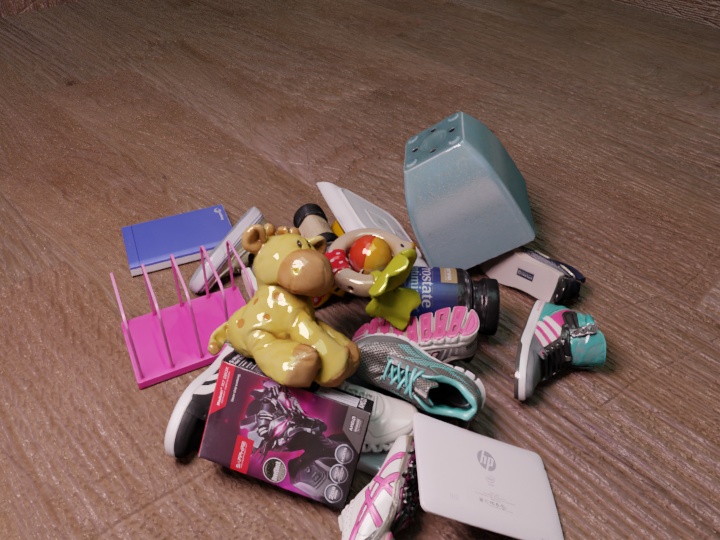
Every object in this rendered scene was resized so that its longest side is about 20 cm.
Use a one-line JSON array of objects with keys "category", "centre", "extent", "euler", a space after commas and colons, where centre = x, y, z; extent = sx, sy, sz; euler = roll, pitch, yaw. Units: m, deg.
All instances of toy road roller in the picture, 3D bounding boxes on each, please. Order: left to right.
[{"category": "toy road roller", "centre": [-0.054, -0.003, 1.055], "extent": [0.197, 0.147, 0.124], "euler": [23, 23, -37]}]

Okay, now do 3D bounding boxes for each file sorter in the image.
[{"category": "file sorter", "centre": [-0.265, 0.054, 0.951], "extent": [0.195, 0.129, 0.140], "euler": [-18, 42, -22]}]

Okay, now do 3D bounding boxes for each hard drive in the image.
[{"category": "hard drive", "centre": [-0.338, -0.061, 1.169], "extent": [0.194, 0.026, 0.133], "euler": [-16, 42, -19]}]

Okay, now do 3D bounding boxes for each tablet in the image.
[{"category": "tablet", "centre": [0.151, 0.249, 0.748], "extent": [0.195, 0.014, 0.132], "euler": [23, 35, -17]}]

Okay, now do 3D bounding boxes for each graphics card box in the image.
[{"category": "graphics card box", "centre": [-0.091, 0.193, 0.763], "extent": [0.194, 0.130, 0.051], "euler": [18, 7, 4]}]

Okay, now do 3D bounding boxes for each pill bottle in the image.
[{"category": "pill bottle", "centre": [0.113, 0.052, 0.973], "extent": [0.192, 0.115, 0.114], "euler": [2, 38, 2]}]

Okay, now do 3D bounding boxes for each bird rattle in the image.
[{"category": "bird rattle", "centre": [0.000, 0.000, 0.906], "extent": [0.194, 0.116, 0.164], "euler": [9, 39, 24]}]

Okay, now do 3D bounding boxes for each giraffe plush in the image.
[{"category": "giraffe plush", "centre": [-0.086, 0.033, 0.771], "extent": [0.194, 0.168, 0.172], "euler": [16, 4, 15]}]

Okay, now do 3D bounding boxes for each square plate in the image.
[{"category": "square plate", "centre": [0.029, -0.076, 1.104], "extent": [0.195, 0.029, 0.202], "euler": [24, 24, -37]}]

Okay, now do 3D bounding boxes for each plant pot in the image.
[{"category": "plant pot", "centre": [0.171, -0.148, 1.089], "extent": [0.191, 0.202, 0.199], "euler": [-23, 32, 23]}]

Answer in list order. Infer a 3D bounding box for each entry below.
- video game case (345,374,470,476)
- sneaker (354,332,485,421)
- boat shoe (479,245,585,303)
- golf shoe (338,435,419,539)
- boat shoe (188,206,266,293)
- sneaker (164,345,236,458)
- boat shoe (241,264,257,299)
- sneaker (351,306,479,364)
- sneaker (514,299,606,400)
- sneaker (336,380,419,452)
[{"category": "video game case", "centre": [0.048, 0.203, 0.861], "extent": [0.194, 0.024, 0.183], "euler": [17, 42, 20]}, {"category": "sneaker", "centre": [0.074, 0.139, 0.810], "extent": [0.194, 0.080, 0.091], "euler": [18, 3, 4]}, {"category": "boat shoe", "centre": [0.295, -0.001, 1.089], "extent": [0.091, 0.077, 0.199], "euler": [2, 25, -39]}, {"category": "golf shoe", "centre": [0.016, 0.275, 0.720], "extent": [0.089, 0.074, 0.203], "euler": [2, 43, 26]}, {"category": "boat shoe", "centre": [-0.223, -0.029, 1.102], "extent": [0.062, 0.071, 0.202], "euler": [44, 57, -15]}, {"category": "sneaker", "centre": [-0.168, 0.178, 0.845], "extent": [0.108, 0.075, 0.202], "euler": [15, 41, 15]}, {"category": "boat shoe", "centre": [-0.114, 0.067, 0.956], "extent": [0.059, 0.073, 0.204], "euler": [-25, 62, -21]}, {"category": "sneaker", "centre": [0.081, 0.113, 0.904], "extent": [0.193, 0.089, 0.075], "euler": [-11, 41, 15]}, {"category": "sneaker", "centre": [0.297, 0.124, 0.919], "extent": [0.117, 0.086, 0.201], "euler": [9, 37, 25]}, {"category": "sneaker", "centre": [-0.017, 0.178, 0.809], "extent": [0.192, 0.083, 0.076], "euler": [6, 37, 5]}]
